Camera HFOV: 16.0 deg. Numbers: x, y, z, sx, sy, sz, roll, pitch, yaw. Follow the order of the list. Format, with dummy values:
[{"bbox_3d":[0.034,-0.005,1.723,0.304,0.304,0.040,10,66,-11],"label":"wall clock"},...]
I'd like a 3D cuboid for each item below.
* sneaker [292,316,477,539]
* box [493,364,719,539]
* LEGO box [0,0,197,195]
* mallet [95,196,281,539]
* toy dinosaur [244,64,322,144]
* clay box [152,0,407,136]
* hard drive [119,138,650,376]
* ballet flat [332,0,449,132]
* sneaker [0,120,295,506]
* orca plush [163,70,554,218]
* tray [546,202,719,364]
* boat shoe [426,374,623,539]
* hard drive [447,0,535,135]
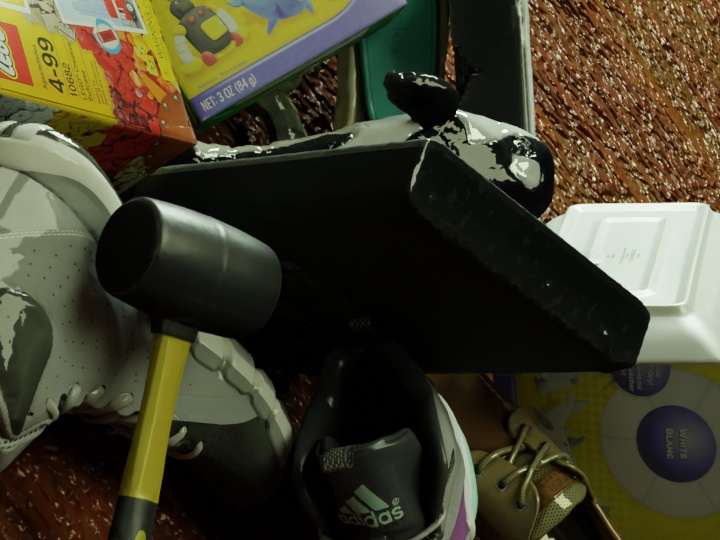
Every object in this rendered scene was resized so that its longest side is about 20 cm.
[{"bbox_3d":[0.008,0.114,0.998,0.140,0.077,0.201,68,11,-58],"label":"sneaker"},{"bbox_3d":[0.162,0.072,1.179,0.048,0.199,0.118,-43,131,-61],"label":"box"},{"bbox_3d":[-0.164,-0.130,1.016,0.149,0.077,0.201,11,54,-54],"label":"LEGO box"},{"bbox_3d":[-0.071,0.077,0.924,0.066,0.041,0.202,11,84,-43],"label":"mallet"},{"bbox_3d":[-0.061,-0.125,1.209,0.200,0.047,0.088,53,36,-3],"label":"toy dinosaur"},{"bbox_3d":[-0.079,-0.175,1.157,0.201,0.114,0.048,59,-16,0],"label":"clay box"},{"bbox_3d":[0.000,0.000,1.033,0.139,0.199,0.033,36,65,-35],"label":"hard drive"},{"bbox_3d":[0.012,-0.052,1.215,0.069,0.069,0.202,18,74,-50],"label":"ballet flat"},{"bbox_3d":[-0.108,0.050,0.961,0.200,0.075,0.116,53,50,-32],"label":"sneaker"},{"bbox_3d":[0.003,-0.029,1.103,0.199,0.105,0.071,13,35,-34],"label":"orca plush"},{"bbox_3d":[0.122,0.001,1.181,0.200,0.107,0.022,-57,144,-69],"label":"tray"},{"bbox_3d":[0.072,0.102,1.148,0.076,0.074,0.201,-42,100,-33],"label":"boat shoe"},{"bbox_3d":[0.067,-0.094,1.271,0.200,0.038,0.141,-79,165,-75],"label":"hard drive"}]
